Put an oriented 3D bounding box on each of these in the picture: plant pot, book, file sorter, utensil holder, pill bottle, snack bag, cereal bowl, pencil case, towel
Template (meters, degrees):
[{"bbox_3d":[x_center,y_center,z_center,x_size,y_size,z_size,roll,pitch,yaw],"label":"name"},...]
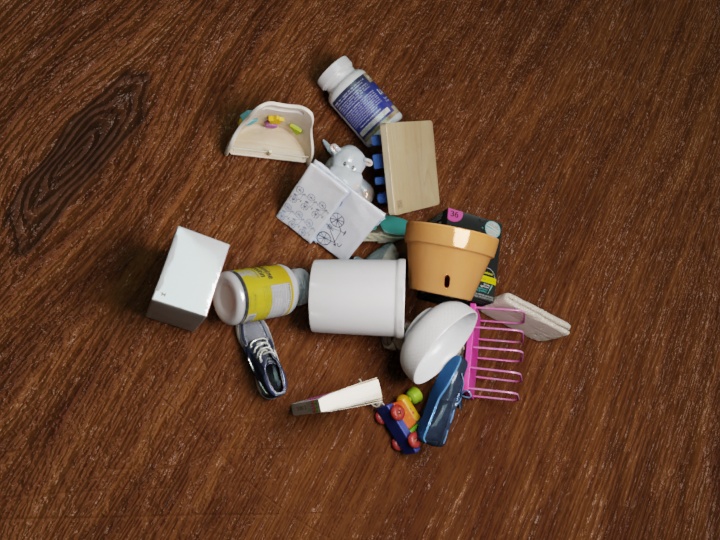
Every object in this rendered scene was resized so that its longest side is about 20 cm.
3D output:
[{"bbox_3d":[0.183,-0.016,1.465,0.199,0.200,0.141,11,89,-18],"label":"plant pot"},{"bbox_3d":[-0.054,0.266,1.421,0.133,0.200,0.048,-10,81,-22],"label":"book"},{"bbox_3d":[0.312,0.194,1.589,0.125,0.139,0.201,3,73,15],"label":"file sorter"},{"bbox_3d":[-0.003,0.057,1.478,0.199,0.170,0.171,2,75,3],"label":"utensil holder"},{"bbox_3d":[-0.004,-0.405,1.648,0.200,0.116,0.116,48,66,-5],"label":"pill bottle"},{"bbox_3d":[-0.068,-0.120,1.522,0.200,0.189,0.021,37,40,-5],"label":"snack bag"},{"bbox_3d":[0.155,0.141,1.472,0.200,0.201,0.083,-36,62,-24],"label":"cereal bowl"},{"bbox_3d":[0.146,0.161,1.590,0.199,0.078,0.090,18,73,-16],"label":"pencil case"},{"bbox_3d":[0.397,0.113,1.668,0.199,0.132,0.035,27,68,-13],"label":"towel"},{"bbox_3d":[-0.201,0.046,1.449,0.199,0.112,0.113,-9,80,-43],"label":"pill bottle"}]

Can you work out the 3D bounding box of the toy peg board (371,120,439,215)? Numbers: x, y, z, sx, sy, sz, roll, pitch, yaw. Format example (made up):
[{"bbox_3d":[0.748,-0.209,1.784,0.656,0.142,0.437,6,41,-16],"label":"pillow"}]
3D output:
[{"bbox_3d":[0.085,-0.238,1.599,0.199,0.097,0.201,-19,105,-52],"label":"toy peg board"}]

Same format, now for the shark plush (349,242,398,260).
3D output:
[{"bbox_3d":[0.000,0.000,1.602,0.199,0.091,0.084,-23,65,-4],"label":"shark plush"}]

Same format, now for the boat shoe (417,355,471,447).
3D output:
[{"bbox_3d":[0.188,0.284,1.499,0.068,0.084,0.201,27,86,-13],"label":"boat shoe"}]

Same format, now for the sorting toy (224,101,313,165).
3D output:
[{"bbox_3d":[-0.186,-0.319,1.522,0.199,0.180,0.107,4,76,-21],"label":"sorting toy"}]

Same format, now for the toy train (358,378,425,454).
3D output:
[{"bbox_3d":[0.091,0.297,1.540,0.116,0.085,0.201,-32,90,-35],"label":"toy train"}]

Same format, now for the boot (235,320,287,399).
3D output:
[{"bbox_3d":[-0.202,0.171,1.447,0.072,0.090,0.201,-20,85,-24],"label":"boot"}]

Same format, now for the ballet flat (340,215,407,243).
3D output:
[{"bbox_3d":[0.031,-0.094,1.618,0.199,0.062,0.068,3,55,-31],"label":"ballet flat"}]

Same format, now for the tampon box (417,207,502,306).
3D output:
[{"bbox_3d":[0.235,-0.023,1.642,0.149,0.126,0.201,14,73,-17],"label":"tampon box"}]

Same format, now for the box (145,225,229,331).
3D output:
[{"bbox_3d":[-0.346,0.023,1.367,0.106,0.200,0.153,20,72,-15],"label":"box"}]

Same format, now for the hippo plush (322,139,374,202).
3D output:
[{"bbox_3d":[-0.021,-0.212,1.570,0.159,0.161,0.201,22,71,-15],"label":"hippo plush"}]
